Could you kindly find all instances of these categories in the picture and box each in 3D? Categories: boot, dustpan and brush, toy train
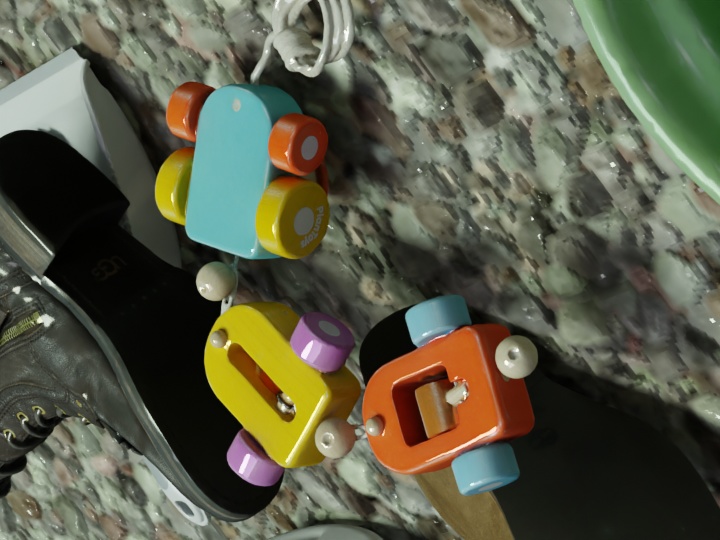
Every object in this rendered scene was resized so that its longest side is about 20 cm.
[{"bbox_3d":[-0.129,0.053,1.125,0.200,0.069,0.174,53,134,12],"label":"boot"},{"bbox_3d":[0.078,0.093,1.020,0.200,0.073,0.076,42,156,38],"label":"boot"},{"bbox_3d":[-0.111,0.017,1.158,0.201,0.057,0.139,54,144,-11],"label":"dustpan and brush"},{"bbox_3d":[0.000,0.000,1.002,0.150,0.055,0.201,-33,70,37],"label":"toy train"}]

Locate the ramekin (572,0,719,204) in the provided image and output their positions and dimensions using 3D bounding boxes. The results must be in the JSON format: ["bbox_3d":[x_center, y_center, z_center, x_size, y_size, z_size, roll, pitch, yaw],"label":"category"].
[{"bbox_3d":[0.159,-0.099,0.730,0.199,0.098,0.201,27,140,25],"label":"ramekin"}]

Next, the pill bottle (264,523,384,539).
[{"bbox_3d":[0.002,0.223,1.200,0.111,0.111,0.201,2,126,45],"label":"pill bottle"}]
